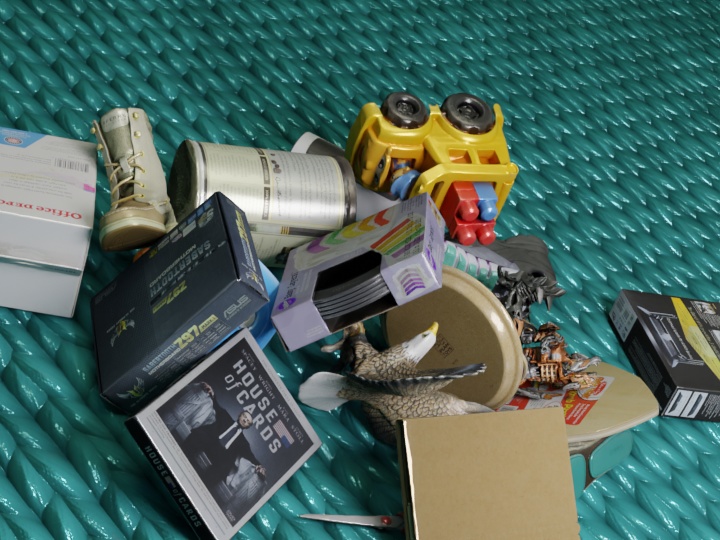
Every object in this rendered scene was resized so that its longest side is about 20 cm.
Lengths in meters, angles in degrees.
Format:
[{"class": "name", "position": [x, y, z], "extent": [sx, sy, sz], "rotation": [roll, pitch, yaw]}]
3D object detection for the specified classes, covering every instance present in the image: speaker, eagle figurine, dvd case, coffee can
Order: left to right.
[{"class": "dvd case", "position": [-0.130, 0.161, 1.318], "extent": [0.151, 0.025, 0.200], "rotation": [57, 37, -6]}, {"class": "coffee can", "position": [-0.123, -0.077, 1.625], "extent": [0.199, 0.147, 0.147], "rotation": [5, 36, -22]}, {"class": "speaker", "position": [-0.002, -0.108, 1.797], "extent": [0.200, 0.081, 0.081], "rotation": [28, 34, 11]}, {"class": "eagle figurine", "position": [0.046, 0.120, 1.424], "extent": [0.151, 0.151, 0.200], "rotation": [1, 29, -44]}]

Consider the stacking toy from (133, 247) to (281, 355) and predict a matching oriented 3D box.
[{"class": "stacking toy", "position": [-0.191, 0.020, 1.508], "extent": [0.200, 0.110, 0.116], "rotation": [25, 71, 39]}]

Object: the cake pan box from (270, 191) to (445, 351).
[{"class": "cake pan box", "position": [0.000, 0.000, 1.461], "extent": [0.052, 0.184, 0.200], "rotation": [60, 16, -19]}]

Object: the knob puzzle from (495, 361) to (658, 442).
[{"class": "knob puzzle", "position": [0.244, 0.159, 1.533], "extent": [0.219, 0.031, 0.220], "rotation": [-7, 20, 3]}]

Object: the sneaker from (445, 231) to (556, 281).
[{"class": "sneaker", "position": [0.173, -0.003, 1.749], "extent": [0.199, 0.076, 0.091], "rotation": [0, 45, -24]}]

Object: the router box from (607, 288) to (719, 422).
[{"class": "router box", "position": [0.429, 0.111, 1.732], "extent": [0.157, 0.052, 0.200], "rotation": [8, 35, -19]}]

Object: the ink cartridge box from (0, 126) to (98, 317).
[{"class": "ink cartridge box", "position": [-0.366, -0.049, 1.474], "extent": [0.128, 0.125, 0.200], "rotation": [10, 34, -14]}]

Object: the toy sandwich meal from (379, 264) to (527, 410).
[{"class": "toy sandwich meal", "position": [0.107, 0.068, 1.503], "extent": [0.205, 0.206, 0.070], "rotation": [34, 43, 21]}]

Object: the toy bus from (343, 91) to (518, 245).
[{"class": "toy bus", "position": [0.096, -0.115, 1.685], "extent": [0.199, 0.136, 0.192], "rotation": [0, 50, -20]}]

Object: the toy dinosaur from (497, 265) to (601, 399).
[{"class": "toy dinosaur", "position": [0.180, 0.071, 1.540], "extent": [0.199, 0.136, 0.102], "rotation": [19, -2, -5]}]

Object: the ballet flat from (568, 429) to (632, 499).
[{"class": "ballet flat", "position": [0.230, 0.216, 1.482], "extent": [0.062, 0.068, 0.200], "rotation": [9, 17, 40]}]

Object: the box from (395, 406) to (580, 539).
[{"class": "box", "position": [0.131, 0.224, 1.346], "extent": [0.199, 0.021, 0.164], "rotation": [-1, 80, -29]}]

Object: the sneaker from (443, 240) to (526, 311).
[{"class": "sneaker", "position": [0.114, -0.004, 1.617], "extent": [0.200, 0.075, 0.088], "rotation": [21, 20, -20]}]

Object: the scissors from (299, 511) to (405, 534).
[{"class": "scissors", "position": [0.039, 0.258, 1.345], "extent": [0.199, 0.014, 0.073], "rotation": [0, 40, -31]}]

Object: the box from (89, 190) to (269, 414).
[{"class": "box", "position": [-0.193, 0.032, 1.391], "extent": [0.051, 0.200, 0.158], "rotation": [39, 20, -37]}]

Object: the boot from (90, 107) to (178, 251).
[{"class": "boot", "position": [-0.257, -0.102, 1.471], "extent": [0.072, 0.155, 0.200], "rotation": [-14, 0, 5]}]
